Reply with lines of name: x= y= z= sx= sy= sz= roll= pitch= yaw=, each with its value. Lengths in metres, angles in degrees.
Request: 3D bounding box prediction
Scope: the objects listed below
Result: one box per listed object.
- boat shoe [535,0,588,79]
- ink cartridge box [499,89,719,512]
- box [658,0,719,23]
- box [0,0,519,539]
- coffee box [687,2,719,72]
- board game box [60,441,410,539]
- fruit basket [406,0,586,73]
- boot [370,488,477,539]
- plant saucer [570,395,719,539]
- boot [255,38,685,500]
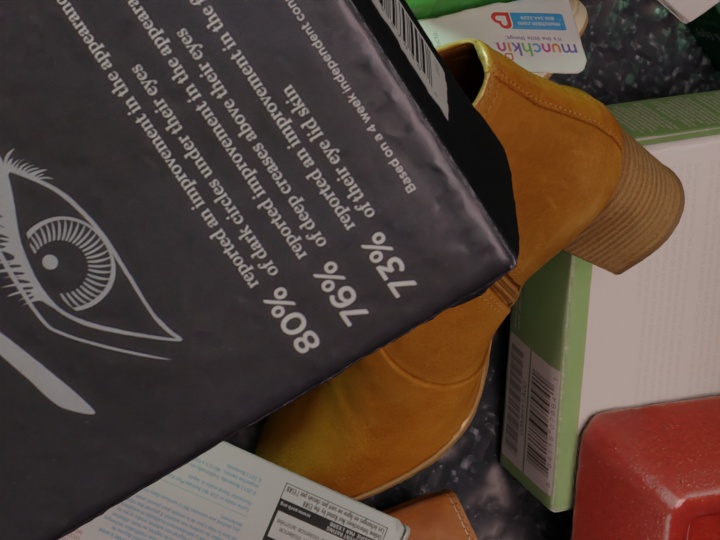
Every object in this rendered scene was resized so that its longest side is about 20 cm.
boat shoe: x=-0.010 y=-0.064 z=1.041 sx=0.200 sy=0.074 sz=0.069 roll=-33 pitch=107 yaw=-20
ink cartridge box: x=0.154 y=0.004 z=1.118 sx=0.199 sy=0.048 sz=0.146 roll=-9 pitch=117 yaw=-24
box: x=0.078 y=-0.193 z=1.015 sx=0.144 sy=0.200 sz=0.036 roll=38 pitch=125 yaw=-23
box: x=-0.075 y=-0.026 z=0.861 sx=0.200 sy=0.104 sz=0.148 roll=-30 pitch=108 yaw=10
coffee box: x=0.209 y=-0.085 z=1.151 sx=0.123 sy=0.044 sz=0.200 roll=-42 pitch=111 yaw=-13
board game box: x=-0.090 y=0.148 z=0.954 sx=0.147 sy=0.064 sz=0.200 roll=24 pitch=69 yaw=0
fruit basket: x=-0.038 y=-0.136 z=0.989 sx=0.199 sy=0.094 sz=0.186 roll=-7 pitch=61 yaw=-17
boot: x=-0.004 y=0.188 z=1.076 sx=0.154 sy=0.074 sz=0.201 roll=-20 pitch=105 yaw=-22
plant saucer: x=0.171 y=0.140 z=1.140 sx=0.199 sy=0.037 sz=0.201 roll=-7 pitch=114 yaw=-23
boot: x=0.001 y=0.000 z=0.997 sx=0.201 sy=0.071 sz=0.144 roll=-39 pitch=143 yaw=22
